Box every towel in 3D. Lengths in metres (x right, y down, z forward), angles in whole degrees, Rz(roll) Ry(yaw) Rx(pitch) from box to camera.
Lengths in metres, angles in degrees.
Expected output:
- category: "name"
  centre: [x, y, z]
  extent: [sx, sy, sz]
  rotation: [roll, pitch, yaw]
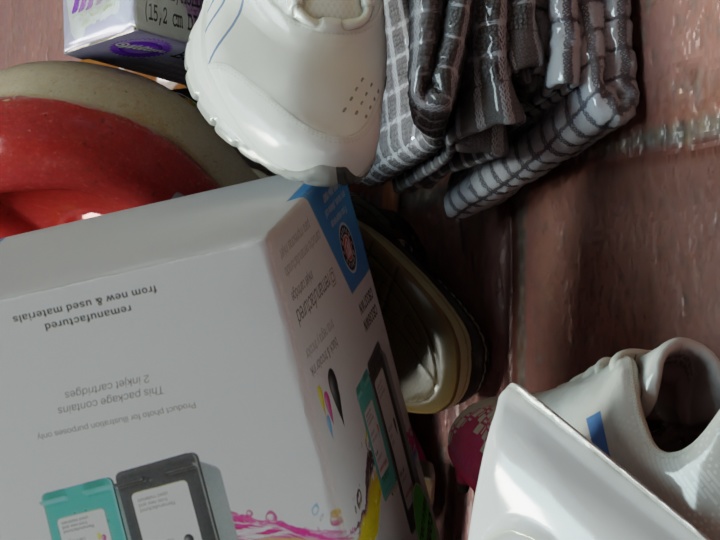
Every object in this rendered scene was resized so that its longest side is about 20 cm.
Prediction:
- category: "towel"
  centre: [0.036, -0.132, 1.193]
  extent: [0.166, 0.085, 0.201]
  rotation: [150, 119, -69]

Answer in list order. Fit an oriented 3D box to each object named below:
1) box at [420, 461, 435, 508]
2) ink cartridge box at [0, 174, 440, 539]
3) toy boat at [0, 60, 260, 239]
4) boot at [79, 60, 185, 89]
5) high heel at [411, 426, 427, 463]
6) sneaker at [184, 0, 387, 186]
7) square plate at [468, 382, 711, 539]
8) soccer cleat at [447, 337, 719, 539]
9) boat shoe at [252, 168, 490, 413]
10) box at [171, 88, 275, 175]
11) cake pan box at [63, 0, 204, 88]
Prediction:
- category: "box"
  centre: [-0.032, 0.181, 1.309]
  extent: [0.032, 0.121, 0.201]
  rotation: [-98, 10, -77]
- category: "ink cartridge box"
  centre: [-0.062, 0.083, 1.117]
  extent: [0.147, 0.146, 0.201]
  rotation: [-54, -49, -73]
- category: "toy boat"
  centre: [-0.103, 0.012, 1.239]
  extent: [0.130, 0.200, 0.131]
  rotation: [-12, 38, 50]
- category: "boot"
  centre: [-0.107, -0.143, 1.566]
  extent: [0.200, 0.068, 0.188]
  rotation: [-56, 44, 22]
- category: "high heel"
  centre: [-0.005, 0.049, 1.396]
  extent: [0.200, 0.096, 0.068]
  rotation: [49, 120, 37]
- category: "sneaker"
  centre: [-0.024, -0.122, 1.137]
  extent: [0.087, 0.074, 0.201]
  rotation: [121, 147, -49]
- category: "square plate"
  centre: [0.088, 0.169, 0.985]
  extent: [0.198, 0.028, 0.201]
  rotation: [40, 134, 38]
- category: "soccer cleat"
  centre: [0.095, 0.059, 1.047]
  extent: [0.200, 0.070, 0.087]
  rotation: [26, 108, 63]
- category: "boat shoe"
  centre: [0.000, 0.000, 1.324]
  extent: [0.200, 0.065, 0.073]
  rotation: [37, 124, 45]
- category: "box"
  centre: [-0.097, -0.033, 1.409]
  extent: [0.035, 0.200, 0.110]
  rotation: [40, 108, 13]
- category: "cake pan box"
  centre: [-0.048, -0.166, 1.272]
  extent: [0.052, 0.200, 0.185]
  rotation: [-15, 71, 40]
